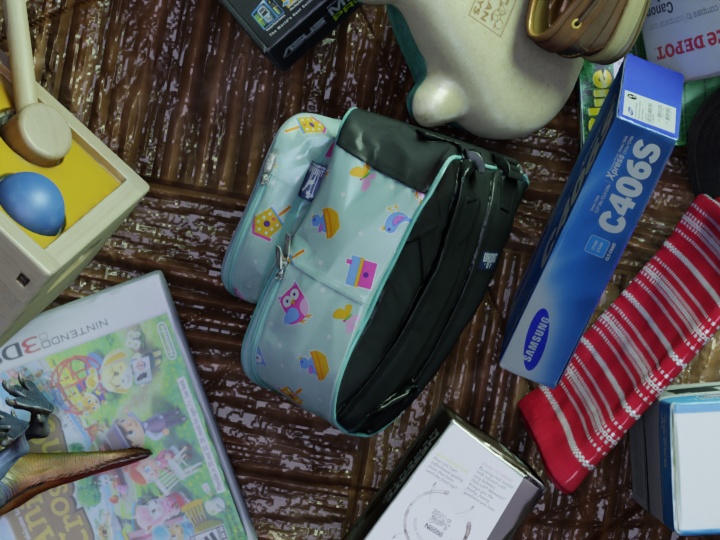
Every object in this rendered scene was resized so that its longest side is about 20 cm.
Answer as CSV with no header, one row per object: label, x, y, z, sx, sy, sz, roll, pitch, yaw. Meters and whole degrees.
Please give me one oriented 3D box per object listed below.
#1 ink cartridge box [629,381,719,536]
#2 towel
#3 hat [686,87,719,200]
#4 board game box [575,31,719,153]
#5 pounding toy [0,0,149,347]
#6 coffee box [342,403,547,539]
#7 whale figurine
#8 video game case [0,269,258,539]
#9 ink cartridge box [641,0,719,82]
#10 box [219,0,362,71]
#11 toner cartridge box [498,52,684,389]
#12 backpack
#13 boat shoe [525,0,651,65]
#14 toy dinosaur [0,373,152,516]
ink cartridge box,0.256,0.115,1.358,0.144,0.200,0.084,-4,90,0
towel,0.180,0.044,1.368,0.022,0.145,0.200,37,102,-15
hat,0.315,-0.064,1.406,0.200,0.081,0.201,18,133,21
board game box,0.194,-0.183,1.436,0.104,0.023,0.201,-2,91,-3
pounding toy,-0.239,-0.077,1.366,0.184,0.200,0.142,42,119,-2
coffee box,0.030,0.194,1.401,0.080,0.113,0.200,36,92,-1
whale figurine,0.057,-0.168,1.368,0.200,0.104,0.160,29,80,-40
video game case,-0.187,0.124,1.443,0.181,0.022,0.201,-20,92,0
ink cartridge box,0.263,-0.230,1.352,0.144,0.145,0.201,-13,92,-27
box,-0.030,-0.255,1.396,0.200,0.044,0.160,-40,72,2
toner cartridge box,0.148,-0.031,1.362,0.043,0.095,0.201,22,121,-1
backpack,0.000,0.000,1.365,0.153,0.176,0.201,20,96,20
boat shoe,0.154,-0.225,1.307,0.067,0.072,0.201,0,113,-37
toy dinosaur,-0.269,0.162,1.394,0.199,0.105,0.182,28,112,-13
